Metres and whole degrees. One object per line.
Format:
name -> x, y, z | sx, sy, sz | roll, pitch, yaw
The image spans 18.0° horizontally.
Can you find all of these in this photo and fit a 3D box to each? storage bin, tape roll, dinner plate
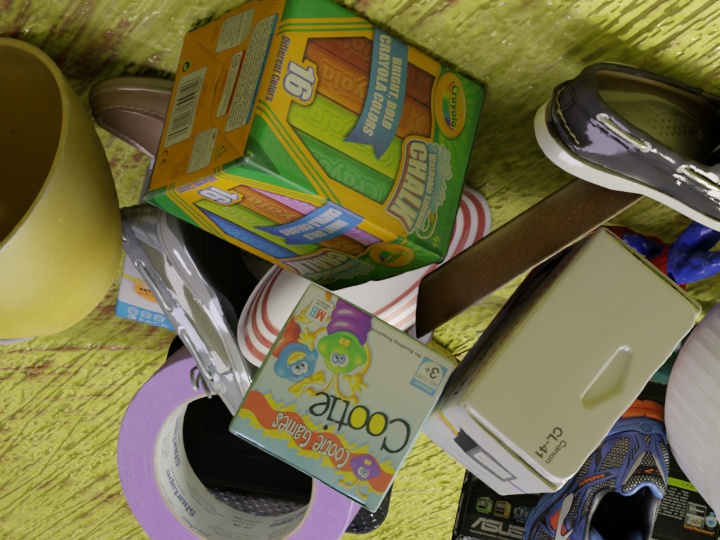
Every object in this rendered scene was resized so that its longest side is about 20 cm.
storage bin -> -0.070, 0.136, 1.939 | 0.199, 0.136, 0.094 | 8, 159, 13
tape roll -> -0.092, 0.150, 1.829 | 0.199, 0.201, 0.066 | 7, -159, 15
dinner plate -> 0.000, 0.000, 1.579 | 0.200, 0.024, 0.200 | -24, 153, -13

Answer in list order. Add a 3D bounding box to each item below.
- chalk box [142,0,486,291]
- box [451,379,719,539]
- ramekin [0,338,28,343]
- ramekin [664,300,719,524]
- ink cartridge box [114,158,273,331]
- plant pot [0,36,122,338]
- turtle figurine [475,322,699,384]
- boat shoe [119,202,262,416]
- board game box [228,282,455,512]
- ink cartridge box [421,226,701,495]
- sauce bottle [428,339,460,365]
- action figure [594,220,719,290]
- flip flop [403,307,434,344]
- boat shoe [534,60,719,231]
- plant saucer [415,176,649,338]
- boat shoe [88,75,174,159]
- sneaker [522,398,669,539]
chalk box -> -0.010, -0.070, 1.410 | 0.200, 0.125, 0.124 | 25, 156, -30
box -> 0.184, 0.140, 1.725 | 0.199, 0.194, 0.048 | 14, 157, -4
ramekin -> -0.317, -0.032, 1.691 | 0.199, 0.105, 0.200 | 12, 158, 5
ramekin -> 0.299, 0.091, 1.538 | 0.200, 0.200, 0.105 | 33, -173, -41
ink cartridge box -> -0.116, -0.013, 1.690 | 0.115, 0.068, 0.200 | 14, 158, -4
plant pot -> -0.238, -0.034, 1.515 | 0.200, 0.201, 0.142 | -1, 151, 33
turtle figurine -> 0.182, 0.067, 1.645 | 0.199, 0.150, 0.101 | 3, 138, 4
boat shoe -> -0.108, 0.031, 1.610 | 0.065, 0.075, 0.202 | -8, 128, 26
board game box -> -0.011, 0.077, 1.442 | 0.105, 0.103, 0.200 | 29, 179, 0
ink cartridge box -> 0.120, 0.061, 1.435 | 0.086, 0.148, 0.200 | 39, 170, 0
sauce bottle -> 0.006, 0.060, 1.805 | 0.065, 0.065, 0.200 | -7, 150, 42
action figure -> 0.197, -0.015, 1.507 | 0.099, 0.065, 0.200 | 11, 159, -13
flip flop -> 0.011, 0.019, 1.678 | 0.081, 0.058, 0.200 | -22, 150, 0
boat shoe -> 0.202, -0.076, 1.346 | 0.199, 0.074, 0.060 | 17, 144, -20
plant saucer -> 0.112, -0.024, 1.428 | 0.035, 0.200, 0.200 | 58, 152, 2
boat shoe -> -0.094, -0.072, 1.534 | 0.200, 0.065, 0.071 | 22, 157, -21
sneaker -> 0.165, 0.181, 1.597 | 0.075, 0.079, 0.200 | 4, 132, -11
